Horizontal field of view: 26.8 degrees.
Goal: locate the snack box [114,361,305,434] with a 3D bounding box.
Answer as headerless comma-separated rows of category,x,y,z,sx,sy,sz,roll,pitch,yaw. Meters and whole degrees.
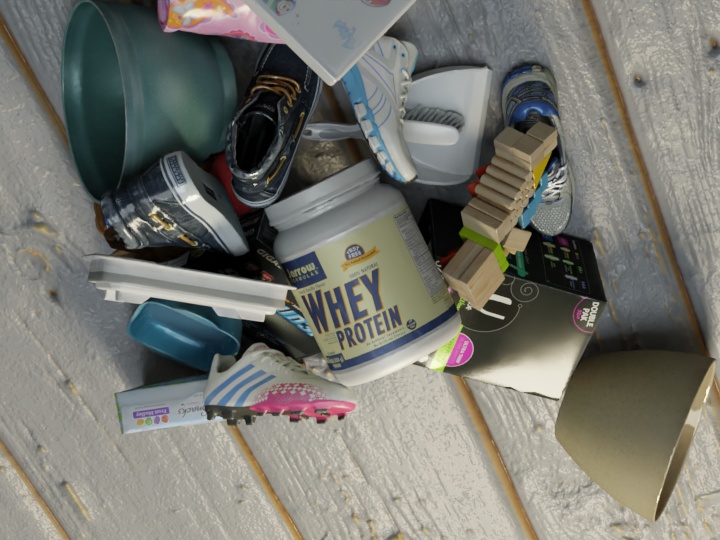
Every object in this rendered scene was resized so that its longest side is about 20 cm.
snack box,-0.166,0.145,1.735,0.200,0.142,0.053,-9,90,5

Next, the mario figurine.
mario figurine,-0.183,-0.089,1.631,0.200,0.123,0.106,-20,80,22

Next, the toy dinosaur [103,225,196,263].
toy dinosaur,-0.227,-0.024,1.584,0.200,0.060,0.106,-15,139,27

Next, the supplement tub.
supplement tub,0.000,0.000,1.534,0.145,0.145,0.200,-25,95,15

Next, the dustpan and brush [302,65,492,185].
dustpan and brush,0.033,-0.150,1.585,0.200,0.057,0.140,4,124,-2

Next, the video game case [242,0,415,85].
video game case,-0.038,-0.302,1.405,0.200,0.024,0.182,44,73,-6

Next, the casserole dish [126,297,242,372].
casserole dish,-0.193,0.061,1.689,0.121,0.039,0.200,25,158,-8

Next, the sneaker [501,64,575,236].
sneaker,0.185,-0.111,1.599,0.077,0.085,0.200,-12,124,7

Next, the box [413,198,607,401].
box,0.148,0.033,1.672,0.200,0.124,0.149,15,122,-11

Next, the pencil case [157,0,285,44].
pencil case,-0.093,-0.261,1.440,0.200,0.087,0.087,2,125,-14

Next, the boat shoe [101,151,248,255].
boat shoe,-0.178,-0.052,1.461,0.091,0.071,0.200,-25,158,6

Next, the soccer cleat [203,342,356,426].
soccer cleat,-0.089,0.116,1.588,0.200,0.086,0.070,-6,163,37

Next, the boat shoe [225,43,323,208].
boat shoe,-0.083,-0.166,1.489,0.071,0.200,0.091,11,163,5

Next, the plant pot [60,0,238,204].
plant pot,-0.204,-0.172,1.507,0.134,0.200,0.200,-8,128,-26

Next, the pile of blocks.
pile of blocks,0.137,-0.062,1.548,0.082,0.062,0.200,17,101,-58

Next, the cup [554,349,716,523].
cup,0.309,0.172,1.748,0.143,0.200,0.200,20,126,19

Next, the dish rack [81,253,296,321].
dish rack,-0.176,0.019,1.514,0.200,0.172,0.044,9,86,-17

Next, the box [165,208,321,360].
box,-0.092,0.021,1.660,0.159,0.046,0.200,-21,135,40

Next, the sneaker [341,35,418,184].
sneaker,0.026,-0.186,1.515,0.087,0.075,0.200,-23,87,0
